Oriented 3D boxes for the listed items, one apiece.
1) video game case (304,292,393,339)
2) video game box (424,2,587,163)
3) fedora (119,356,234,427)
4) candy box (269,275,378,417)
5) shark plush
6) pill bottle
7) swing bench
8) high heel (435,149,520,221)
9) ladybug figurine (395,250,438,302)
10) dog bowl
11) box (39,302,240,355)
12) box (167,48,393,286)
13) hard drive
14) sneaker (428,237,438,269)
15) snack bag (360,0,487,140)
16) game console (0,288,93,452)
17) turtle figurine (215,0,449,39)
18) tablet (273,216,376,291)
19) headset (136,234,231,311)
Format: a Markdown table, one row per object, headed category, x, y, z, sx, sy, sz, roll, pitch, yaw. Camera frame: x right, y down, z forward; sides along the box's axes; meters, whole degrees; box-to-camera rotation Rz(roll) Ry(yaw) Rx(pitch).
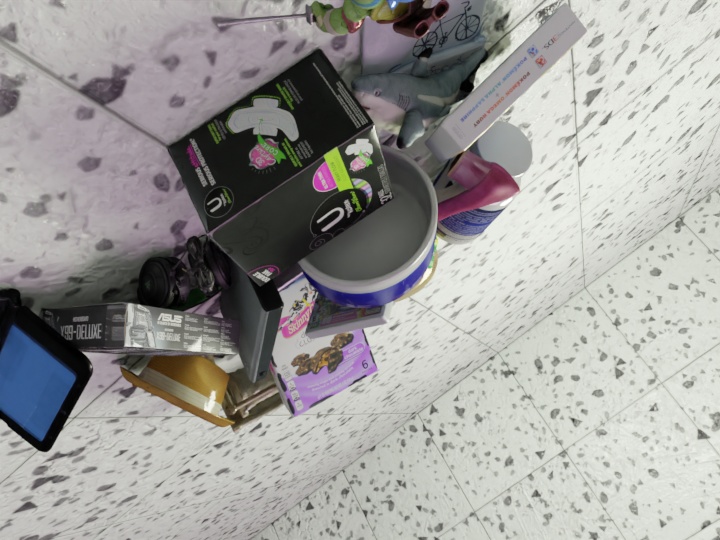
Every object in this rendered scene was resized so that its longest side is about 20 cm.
| category | x | y | z | sx | sy | sz | roll | pitch | yaw |
| --- | --- | --- | --- | --- | --- | --- | --- | --- | --- |
| video game case | 0.000 | 0.000 | 0.797 | 0.140 | 0.204 | 0.018 | -16 | 133 | 36 |
| video game box | 0.166 | -0.217 | 0.678 | 0.182 | 0.047 | 0.200 | -46 | -176 | 7 |
| fedora | -0.276 | 0.174 | 0.865 | 0.202 | 0.196 | 0.084 | 72 | 41 | -65 |
| candy box | -0.082 | 0.107 | 0.912 | 0.164 | 0.205 | 0.071 | -25 | -167 | -18 |
| shark plush | 0.081 | -0.217 | 0.644 | 0.195 | 0.091 | 0.085 | -23 | 125 | -10 |
| pill bottle | 0.182 | -0.135 | 0.857 | 0.117 | 0.122 | 0.201 | -23 | 166 | -21 |
| swing bench | -0.176 | 0.200 | 1.043 | 0.195 | 0.131 | 0.202 | -25 | 155 | -20 |
| high heel | 0.140 | -0.087 | 0.791 | 0.201 | 0.094 | 0.068 | -54 | -173 | 48 |
| ladybug figurine | 0.055 | -0.013 | 0.988 | 0.195 | 0.072 | 0.140 | -6 | 116 | -32 |
| dog bowl | 0.002 | -0.059 | 0.711 | 0.197 | 0.203 | 0.079 | -30 | 156 | -7 |
| box | -0.276 | 0.081 | 0.702 | 0.153 | 0.052 | 0.199 | -5 | 167 | 26 |
| box | -0.081 | -0.107 | 0.612 | 0.197 | 0.126 | 0.149 | -32 | 155 | -2 |
| hard drive | -0.159 | 0.051 | 0.778 | 0.032 | 0.142 | 0.202 | -16 | 151 | -27 |
| sneaker | 0.046 | -0.005 | 0.890 | 0.195 | 0.074 | 0.086 | -17 | 116 | -21 |
| snack bag | 0.079 | -0.257 | 0.668 | 0.185 | 0.022 | 0.202 | -27 | 154 | -16 |
| game console | -0.427 | 0.128 | 0.610 | 0.173 | 0.118 | 0.201 | -1 | 140 | -50 |
| turtle figurine | 0.004 | -0.281 | 0.468 | 0.193 | 0.195 | 0.148 | -39 | 139 | -51 |
| tablet | -0.064 | -0.031 | 0.821 | 0.197 | 0.014 | 0.130 | -35 | -165 | 0 |
| headset | -0.218 | 0.019 | 0.704 | 0.121 | 0.096 | 0.200 | -19 | 163 | -29 |
